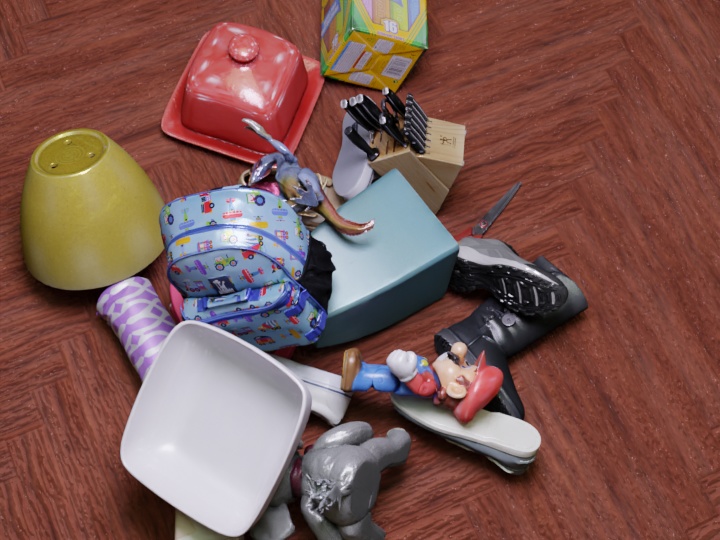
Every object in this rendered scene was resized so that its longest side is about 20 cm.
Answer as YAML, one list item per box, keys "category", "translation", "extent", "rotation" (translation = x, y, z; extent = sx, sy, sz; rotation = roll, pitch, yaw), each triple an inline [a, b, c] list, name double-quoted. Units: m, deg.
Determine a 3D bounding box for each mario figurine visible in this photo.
- category: "mario figurine"
  translation: [0.077, 0.115, 1.477]
  extent: [0.197, 0.107, 0.124]
  rotation: [7, 35, 0]

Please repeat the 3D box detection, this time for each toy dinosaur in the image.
- category: "toy dinosaur"
  translation: [-0.090, -0.100, 1.547]
  extent: [0.199, 0.182, 0.106]
  rotation: [30, 108, -11]

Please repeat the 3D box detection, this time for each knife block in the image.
- category: "knife block"
  translation: [0.045, -0.159, 1.603]
  extent: [0.173, 0.200, 0.065]
  rotation: [11, 62, -7]

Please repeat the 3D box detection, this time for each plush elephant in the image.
- category: "plush elephant"
  translation: [-0.057, 0.251, 1.434]
  extent: [0.153, 0.199, 0.167]
  rotation: [9, 84, 31]

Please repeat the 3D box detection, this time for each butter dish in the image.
- category: "butter dish"
  translation: [-0.163, -0.272, 1.685]
  extent: [0.198, 0.148, 0.201]
  rotation: [19, 64, 5]

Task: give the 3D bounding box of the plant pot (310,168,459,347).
- category: "plant pot"
  translation: [0.000, 0.000, 1.561]
  extent: [0.199, 0.142, 0.142]
  rotation: [-31, 69, -19]

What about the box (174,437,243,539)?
- category: "box"
  translation: [-0.179, 0.272, 1.443]
  extent: [0.077, 0.095, 0.202]
  rotation: [-1, 62, -3]

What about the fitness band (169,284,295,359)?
- category: "fitness band"
  translation: [-0.167, 0.055, 1.587]
  extent: [0.143, 0.038, 0.201]
  rotation: [-27, 69, -19]

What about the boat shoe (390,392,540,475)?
- category: "boat shoe"
  translation: [0.126, 0.201, 1.513]
  extent: [0.198, 0.062, 0.073]
  rotation: [20, 42, 12]

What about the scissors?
- category: "scissors"
  translation: [0.167, -0.050, 1.675]
  extent: [0.199, 0.014, 0.073]
  rotation: [-32, 68, -19]

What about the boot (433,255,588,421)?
- category: "boot"
  translation: [0.221, 0.093, 1.582]
  extent: [0.199, 0.066, 0.165]
  rotation: [-32, 71, -23]

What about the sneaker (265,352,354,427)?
- category: "sneaker"
  translation: [-0.105, 0.146, 1.507]
  extent: [0.197, 0.073, 0.072]
  rotation: [16, 79, -8]

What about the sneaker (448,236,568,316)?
- category: "sneaker"
  translation: [0.190, -0.003, 1.572]
  extent: [0.199, 0.075, 0.079]
  rotation: [22, 47, 40]

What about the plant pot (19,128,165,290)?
- category: "plant pot"
  translation: [-0.355, -0.095, 1.549]
  extent: [0.197, 0.143, 0.201]
  rotation: [-5, 41, 4]

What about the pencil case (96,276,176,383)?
- category: "pencil case"
  translation: [-0.267, 0.102, 1.530]
  extent: [0.085, 0.084, 0.201]
  rotation: [-41, 66, 16]

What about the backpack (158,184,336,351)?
- category: "backpack"
  translation: [-0.140, -0.005, 1.399]
  extent: [0.180, 0.200, 0.136]
  rotation: [-8, 58, 19]

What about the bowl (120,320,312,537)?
- category: "bowl"
  translation: [-0.155, 0.174, 1.365]
  extent: [0.198, 0.075, 0.202]
  rotation: [27, 96, 21]

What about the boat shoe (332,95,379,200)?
- category: "boat shoe"
  translation: [0.012, -0.161, 1.662]
  extent: [0.065, 0.073, 0.202]
  rotation: [39, 40, -28]

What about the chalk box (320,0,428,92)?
- category: "chalk box"
  translation: [0.018, -0.384, 1.752]
  extent: [0.122, 0.125, 0.202]
  rotation: [9, 61, -20]

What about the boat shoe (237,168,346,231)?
- category: "boat shoe"
  translation: [-0.074, -0.100, 1.649]
  extent: [0.197, 0.069, 0.075]
  rotation: [4, 63, -2]
